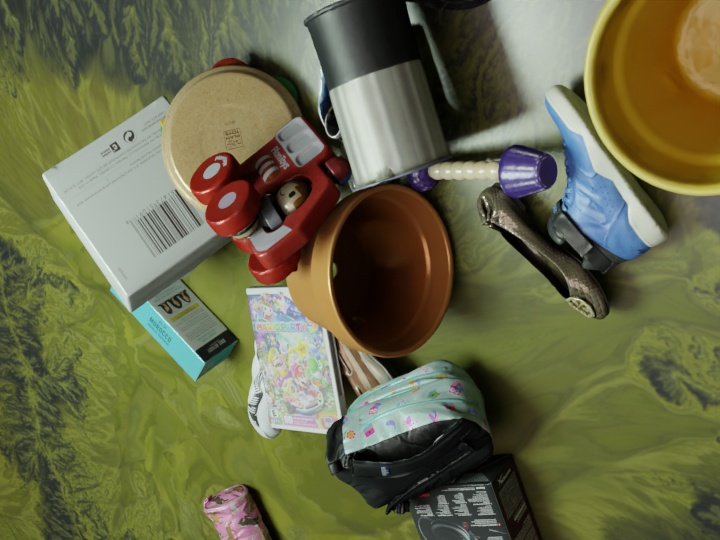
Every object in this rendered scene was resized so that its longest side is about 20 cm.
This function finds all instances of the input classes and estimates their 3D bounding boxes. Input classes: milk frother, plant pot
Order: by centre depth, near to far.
[{"bbox_3d":[0.320,-0.190,0.790,0.197,0.188,0.205,14,117,29],"label":"plant pot"},{"bbox_3d":[0.068,-0.211,0.959,0.197,0.179,0.192,-11,101,43],"label":"milk frother"},{"bbox_3d":[0.000,0.000,1.104,0.139,0.198,0.204,1,112,52],"label":"plant pot"}]

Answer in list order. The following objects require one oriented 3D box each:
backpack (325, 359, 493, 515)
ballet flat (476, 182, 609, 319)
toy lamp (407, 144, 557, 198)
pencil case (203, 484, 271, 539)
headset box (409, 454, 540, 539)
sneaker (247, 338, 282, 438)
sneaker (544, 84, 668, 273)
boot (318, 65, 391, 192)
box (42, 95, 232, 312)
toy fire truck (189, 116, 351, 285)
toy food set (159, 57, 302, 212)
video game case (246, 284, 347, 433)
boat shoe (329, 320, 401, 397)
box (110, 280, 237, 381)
[{"bbox_3d":[0.068,0.208,1.140,0.197,0.128,0.167,-28,138,17],"label":"backpack"},{"bbox_3d":[0.204,-0.016,1.022,0.201,0.046,0.068,49,163,9],"label":"ballet flat"},{"bbox_3d":[0.134,-0.110,1.000,0.198,0.057,0.060,8,117,53],"label":"toy lamp"},{"bbox_3d":[-0.191,0.459,1.493,0.082,0.085,0.204,4,116,66],"label":"pencil case"},{"bbox_3d":[0.161,0.362,1.213,0.146,0.075,0.204,-14,102,38],"label":"headset box"},{"bbox_3d":[-0.100,0.171,1.306,0.113,0.075,0.204,20,117,29],"label":"sneaker"},{"bbox_3d":[0.232,-0.091,0.964,0.110,0.077,0.201,-34,96,29],"label":"sneaker"},{"bbox_3d":[-0.014,-0.168,1.085,0.072,0.095,0.205,6,114,31],"label":"boot"},{"bbox_3d":[-0.292,-0.088,1.224,0.202,0.198,0.131,53,163,2],"label":"box"},{"bbox_3d":[-0.095,-0.093,1.044,0.113,0.167,0.200,51,180,-37],"label":"toy fire truck"},{"bbox_3d":[-0.161,-0.169,1.157,0.197,0.049,0.201,-28,92,1],"label":"toy food set"},{"bbox_3d":[-0.087,0.121,1.222,0.141,0.018,0.205,-2,101,41],"label":"video game case"},{"bbox_3d":[-0.020,0.111,1.213,0.071,0.076,0.201,-39,85,10],"label":"boat shoe"},{"bbox_3d":[-0.289,0.070,1.387,0.200,0.082,0.049,45,129,10],"label":"box"}]
